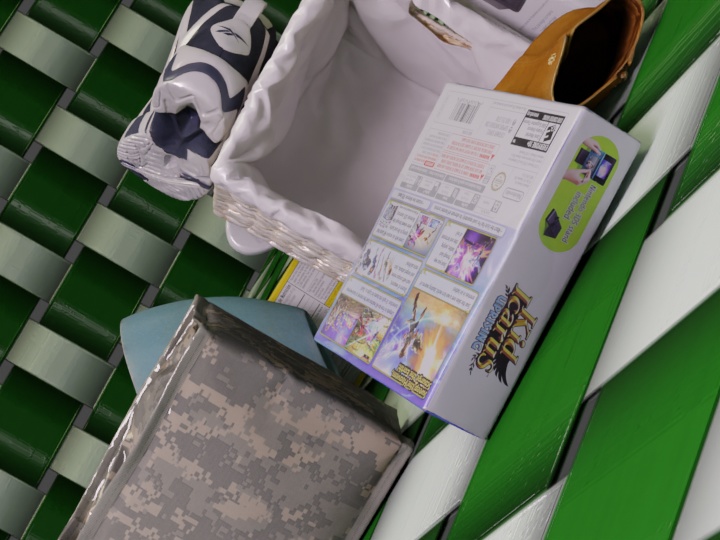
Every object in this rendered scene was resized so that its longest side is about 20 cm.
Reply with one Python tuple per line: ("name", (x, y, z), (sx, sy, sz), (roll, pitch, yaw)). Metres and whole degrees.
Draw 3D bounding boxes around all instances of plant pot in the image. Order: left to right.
("plant pot", (-0.084, 0.100, 1.478), (0.134, 0.201, 0.200), (-25, 8, 2))

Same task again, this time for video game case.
("video game case", (0.060, -0.013, 1.083), (0.182, 0.045, 0.200), (-61, 21, -1))

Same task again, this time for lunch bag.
("lunch bag", (-0.085, 0.147, 1.218), (0.200, 0.164, 0.118), (-59, 11, 6))

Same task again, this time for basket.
("basket", (0.015, -0.093, 1.365), (0.201, 0.198, 0.161), (-62, 4, -9))

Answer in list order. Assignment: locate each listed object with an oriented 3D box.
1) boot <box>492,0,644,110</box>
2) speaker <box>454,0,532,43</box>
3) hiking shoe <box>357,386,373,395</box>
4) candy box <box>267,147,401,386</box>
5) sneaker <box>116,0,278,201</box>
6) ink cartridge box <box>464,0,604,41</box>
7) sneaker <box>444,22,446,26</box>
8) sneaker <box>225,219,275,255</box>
("boot", (0.103, -0.087, 1.200), (0.202, 0.071, 0.144), (-57, 5, -9))
("speaker", (0.086, -0.239, 1.427), (0.081, 0.199, 0.081), (-59, 6, 9))
("hiking shoe", (-0.085, 0.124, 1.335), (0.199, 0.101, 0.076), (-28, -42, -12))
("candy box", (0.000, 0.000, 1.507), (0.200, 0.102, 0.026), (-57, 2, 31))
("sneaker", (-0.112, -0.138, 1.396), (0.130, 0.079, 0.199), (-60, -1, -24))
("ink cartridge box", (0.111, -0.263, 1.333), (0.146, 0.199, 0.083), (-62, 6, -19))
("sneaker", (0.076, -0.168, 1.518), (0.074, 0.118, 0.201), (0, 51, 41))
("sneaker", (-0.050, -0.075, 1.530), (0.200, 0.071, 0.099), (-60, -4, -28))
